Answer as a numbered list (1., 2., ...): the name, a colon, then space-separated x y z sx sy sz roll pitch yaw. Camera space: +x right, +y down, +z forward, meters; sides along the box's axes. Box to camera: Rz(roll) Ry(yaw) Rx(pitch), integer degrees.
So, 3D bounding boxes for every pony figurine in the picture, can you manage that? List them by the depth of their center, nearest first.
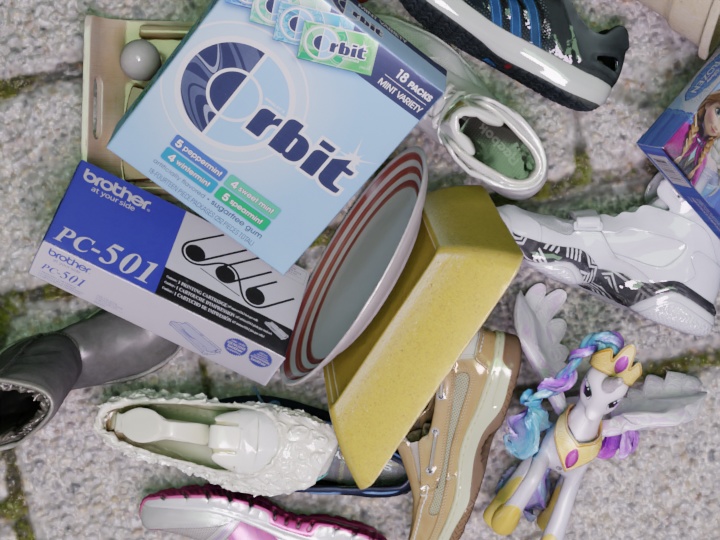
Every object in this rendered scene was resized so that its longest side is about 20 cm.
1. pony figurine: 0.164 0.116 1.229 0.165 0.193 0.201 25 110 4

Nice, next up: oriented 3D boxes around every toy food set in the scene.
1. toy food set: -0.117 -0.126 1.280 0.198 0.060 0.145 1 90 2

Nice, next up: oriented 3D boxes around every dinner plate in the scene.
1. dinner plate: 0.000 0.000 1.214 0.024 0.200 0.201 31 91 -13

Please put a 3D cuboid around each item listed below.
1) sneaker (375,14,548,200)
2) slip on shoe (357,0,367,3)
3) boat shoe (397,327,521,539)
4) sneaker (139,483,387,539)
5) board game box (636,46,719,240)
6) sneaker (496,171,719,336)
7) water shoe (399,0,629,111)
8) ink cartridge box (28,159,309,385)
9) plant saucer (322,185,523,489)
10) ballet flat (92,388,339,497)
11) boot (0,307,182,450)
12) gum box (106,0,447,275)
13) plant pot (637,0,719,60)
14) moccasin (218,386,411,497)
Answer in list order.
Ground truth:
1. sneaker: 0.066 -0.132 1.249 0.199 0.116 0.074 38 93 2
2. slip on shoe: -0.013 -0.227 1.253 0.061 0.074 0.201 40 68 -6
3. boat shoe: 0.056 0.129 1.216 0.075 0.072 0.202 14 107 -6
4. sneaker: -0.080 0.223 1.272 0.198 0.081 0.089 16 89 2
5. board game box: 0.336 -0.100 1.230 0.200 0.043 0.199 44 82 -23
6. sneaker: 0.199 -0.035 1.269 0.198 0.075 0.116 23 90 -4
7. water shoe: 0.115 -0.200 1.269 0.199 0.071 0.079 30 84 -14
8. ink cartridge box: -0.142 0.002 1.245 0.199 0.095 0.044 26 134 -11
9. plant saucer: 0.030 0.033 1.191 0.048 0.200 0.201 31 103 -14
10. ballet flat: -0.116 0.128 1.230 0.198 0.072 0.073 5 91 24
11. boot: -0.219 0.072 1.214 0.180 0.200 0.073 -24 90 2
12. gum box: -0.062 -0.118 1.207 0.169 0.045 0.200 36 117 -15
13. plant pot: 0.217 -0.286 1.218 0.182 0.200 0.202 26 91 12
14. moccasin: -0.048 0.134 1.277 0.198 0.068 0.081 4 91 2
